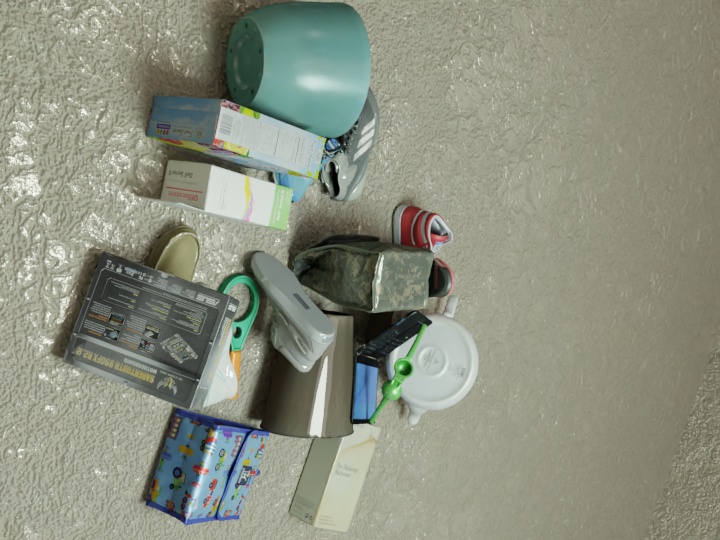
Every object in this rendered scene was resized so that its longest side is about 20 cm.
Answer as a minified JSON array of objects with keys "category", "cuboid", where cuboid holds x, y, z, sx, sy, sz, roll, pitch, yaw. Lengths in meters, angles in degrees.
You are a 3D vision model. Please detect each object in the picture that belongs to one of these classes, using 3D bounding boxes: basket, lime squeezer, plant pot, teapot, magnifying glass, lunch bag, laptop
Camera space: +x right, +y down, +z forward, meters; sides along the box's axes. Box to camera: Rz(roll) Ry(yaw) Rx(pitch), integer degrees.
[{"category":"basket","cuboid":[-0.079,0.170,1.388,0.178,0.135,0.204,5,91,-41]},{"category":"lime squeezer","cuboid":[0.069,0.188,1.428,0.202,0.037,0.071,-62,163,3]},{"category":"plant pot","cuboid":[-0.105,-0.303,1.212,0.159,0.199,0.205,-5,103,-34]},{"category":"teapot","cuboid":[0.143,0.177,1.617,0.200,0.197,0.146,64,3,9]},{"category":"magnifying glass","cuboid":[-0.202,0.108,1.318,0.079,0.022,0.204,-1,100,-47]},{"category":"lunch bag","cuboid":[0.000,0.000,1.383,0.163,0.198,0.120,0,99,-50]},{"category":"laptop","cuboid":[0.059,0.177,1.460,0.199,0.104,0.177,-35,165,6]},{"category":"lunch bag","cuboid":[-0.228,0.319,1.307,0.199,0.093,0.153,31,75,-59]}]

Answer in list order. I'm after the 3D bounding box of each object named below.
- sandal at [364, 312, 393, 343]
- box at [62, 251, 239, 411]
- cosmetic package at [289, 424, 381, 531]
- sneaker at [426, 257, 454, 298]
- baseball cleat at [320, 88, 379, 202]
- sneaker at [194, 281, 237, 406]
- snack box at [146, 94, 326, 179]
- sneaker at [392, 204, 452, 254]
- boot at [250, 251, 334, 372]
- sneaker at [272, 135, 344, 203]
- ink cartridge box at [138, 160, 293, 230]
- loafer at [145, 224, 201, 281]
[{"category":"sandal","cuboid":[0.033,0.051,1.535,0.054,0.082,0.204,12,97,-25]},{"category":"box","cuboid":[-0.282,0.082,1.101,0.048,0.197,0.161,50,58,-78]},{"category":"cosmetic package","cuboid":[-0.046,0.370,1.509,0.103,0.072,0.203,26,81,-46]},{"category":"sneaker","cuboid":[0.139,0.010,1.456,0.085,0.200,0.075,5,93,-16]},{"category":"baseball cleat","cuboid":[-0.018,-0.219,1.398,0.106,0.069,0.204,-8,105,-61]},{"category":"sneaker","cuboid":[-0.240,0.119,1.244,0.080,0.070,0.204,-22,115,-39]},{"category":"snack box","cuboid":[-0.176,-0.191,1.169,0.198,0.167,0.069,10,93,-47]},{"category":"sneaker","cuboid":[0.122,-0.022,1.571,0.071,0.111,0.204,-25,116,-40]},{"category":"boot","cuboid":[-0.128,0.069,1.306,0.073,0.201,0.096,-3,136,-51]},{"category":"sneaker","cuboid":[-0.075,-0.204,1.333,0.078,0.089,0.203,37,73,-44]},{"category":"ink cartridge box","cuboid":[-0.209,-0.113,1.188,0.198,0.116,0.069,11,90,-48]},{"category":"loafer","cuboid":[-0.281,0.030,1.181,0.076,0.067,0.203,34,75,-46]}]
